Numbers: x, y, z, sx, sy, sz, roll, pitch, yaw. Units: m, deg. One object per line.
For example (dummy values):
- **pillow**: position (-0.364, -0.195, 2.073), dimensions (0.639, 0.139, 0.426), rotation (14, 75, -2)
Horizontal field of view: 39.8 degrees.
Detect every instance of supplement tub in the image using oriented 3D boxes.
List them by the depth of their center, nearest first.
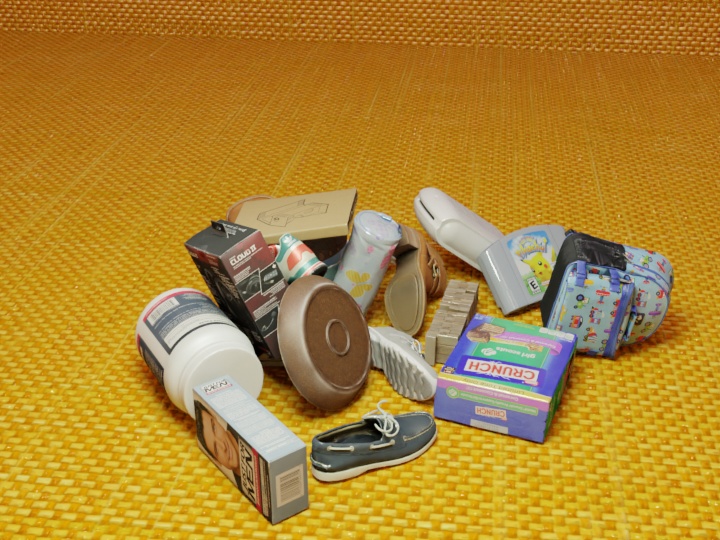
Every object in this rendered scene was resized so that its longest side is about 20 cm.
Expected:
- **supplement tub**: position (-0.239, 0.125, 1.463), dimensions (0.139, 0.142, 0.200), rotation (-14, 30, -27)

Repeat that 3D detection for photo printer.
- **photo printer**: position (0.188, -0.071, 1.826), dimensions (0.199, 0.070, 0.167), rotation (31, 16, -25)

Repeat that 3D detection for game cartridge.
- **game cartridge**: position (0.305, -0.009, 1.760), dimensions (0.198, 0.040, 0.135), rotation (-17, 73, -31)

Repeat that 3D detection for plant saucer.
- **plant saucer**: position (-0.043, 0.102, 1.454), dimensions (0.034, 0.202, 0.200), rotation (-16, 14, 35)

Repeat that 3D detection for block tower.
- **block tower**: position (0.153, 0.085, 1.640), dimensions (0.057, 0.055, 0.200), rotation (7, 28, 16)

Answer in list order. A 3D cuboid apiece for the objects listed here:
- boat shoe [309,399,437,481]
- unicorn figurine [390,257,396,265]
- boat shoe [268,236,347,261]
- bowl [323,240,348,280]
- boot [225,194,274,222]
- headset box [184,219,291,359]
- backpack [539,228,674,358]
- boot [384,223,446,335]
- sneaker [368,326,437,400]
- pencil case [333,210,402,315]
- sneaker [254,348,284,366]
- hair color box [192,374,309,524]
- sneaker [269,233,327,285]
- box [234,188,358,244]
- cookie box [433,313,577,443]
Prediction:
- **boat shoe**: position (0.020, 0.225, 1.354), dimensions (0.198, 0.063, 0.075), rotation (-12, 27, -24)
- **unicorn figurine**: position (0.032, -0.025, 1.798), dimensions (0.199, 0.138, 0.074), rotation (-30, 65, -23)
- **boat shoe**: position (-0.120, -0.051, 1.657), dimensions (0.197, 0.077, 0.072), rotation (-9, 26, -20)
- **bowl**: position (-0.116, 0.007, 1.736), dimensions (0.198, 0.106, 0.201), rotation (1, 26, 0)
- **boot**: position (-0.171, -0.084, 1.958), dimensions (0.197, 0.075, 0.155), rotation (-4, 31, -1)
- **headset box**: position (-0.173, 0.017, 1.475), dimensions (0.077, 0.202, 0.148), rotation (-34, 23, -22)
- **backpack**: position (0.403, 0.049, 1.592), dimensions (0.197, 0.184, 0.135), rotation (12, 35, -3)
- **boot**: position (0.105, 0.026, 1.706), dimensions (0.073, 0.203, 0.154), rotation (-12, -20, 26)
- **sneaker**: position (0.070, 0.128, 1.529), dimensions (0.081, 0.076, 0.200), rotation (-16, 30, -26)
- **pencil case**: position (0.000, 0.000, 1.641), dimensions (0.082, 0.202, 0.091), rotation (18, 28, -7)
- **sneaker**: position (-0.119, 0.108, 1.570), dimensions (0.197, 0.080, 0.079), rotation (7, 28, 16)
- **hair color box**: position (-0.146, 0.230, 1.301), dimensions (0.060, 0.100, 0.199), rotation (-18, 32, -31)
- **sneaker**: position (-0.122, 0.008, 1.571), dimensions (0.070, 0.200, 0.094), rotation (-36, 84, -32)
- **box**: position (-0.107, -0.086, 1.621), dimensions (0.197, 0.022, 0.164), rotation (-6, 25, 8)
- **cookie box**: position (0.219, 0.155, 1.478), dimensions (0.169, 0.076, 0.200), rotation (11, 29, 19)
